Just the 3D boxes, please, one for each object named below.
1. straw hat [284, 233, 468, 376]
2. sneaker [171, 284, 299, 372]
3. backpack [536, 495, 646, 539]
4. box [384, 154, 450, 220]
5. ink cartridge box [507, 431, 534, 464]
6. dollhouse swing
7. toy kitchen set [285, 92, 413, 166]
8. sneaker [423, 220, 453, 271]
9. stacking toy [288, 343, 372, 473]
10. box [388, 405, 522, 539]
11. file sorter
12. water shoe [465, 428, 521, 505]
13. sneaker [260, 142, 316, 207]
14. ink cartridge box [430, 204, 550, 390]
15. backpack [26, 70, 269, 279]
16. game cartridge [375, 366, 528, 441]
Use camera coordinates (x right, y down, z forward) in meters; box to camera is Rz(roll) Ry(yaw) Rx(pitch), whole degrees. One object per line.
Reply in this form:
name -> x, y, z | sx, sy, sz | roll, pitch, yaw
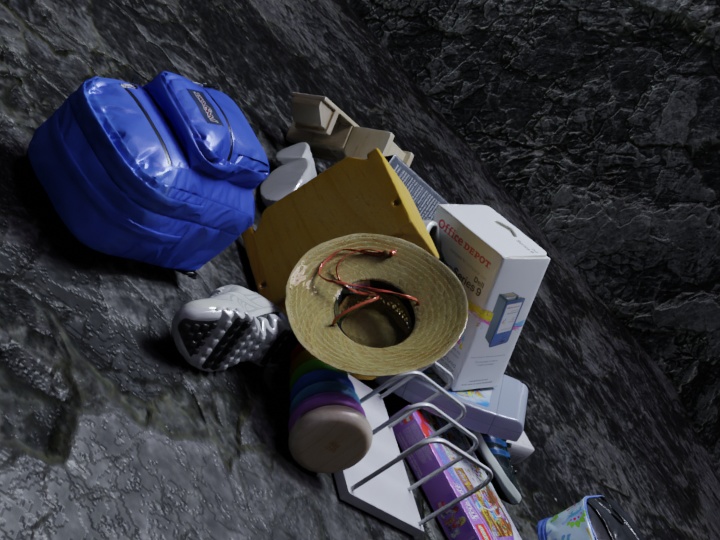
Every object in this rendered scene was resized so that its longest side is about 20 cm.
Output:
straw hat -> 0.015, 0.058, 1.030 | 0.085, 0.201, 0.201 | 92, -16, -46
sneaker -> -0.133, 0.051, 0.970 | 0.081, 0.075, 0.200 | 46, 11, 20
backpack -> 0.310, 0.407, 1.273 | 0.183, 0.147, 0.200 | 24, 37, -55
box -> 0.059, -0.062, 1.411 | 0.200, 0.107, 0.148 | 39, -13, -20
ink cartridge box -> 0.177, 0.199, 1.507 | 0.161, 0.050, 0.200 | 27, 27, -54
dollhouse swing -> 0.000, 0.000, 1.178 | 0.176, 0.200, 0.182 | 43, 19, -48
toy kitchen set -> -0.063, -0.159, 1.527 | 0.200, 0.181, 0.163 | 16, -11, 37
sneaker -> 0.055, -0.042, 1.240 | 0.078, 0.099, 0.200 | 0, 49, -55
stacking toy -> -0.043, 0.116, 1.037 | 0.085, 0.085, 0.200 | 42, 20, -32
box -> 0.121, 0.269, 1.233 | 0.137, 0.039, 0.200 | 23, 34, -59
file sorter -> 0.044, 0.165, 1.095 | 0.139, 0.125, 0.200 | 38, 22, -41
water shoe -> 0.186, 0.230, 1.353 | 0.200, 0.079, 0.072 | 60, -15, -3
sneaker -> -0.088, -0.115, 1.396 | 0.200, 0.075, 0.089 | -78, 149, -63
ink cartridge box -> 0.140, 0.032, 1.254 | 0.087, 0.200, 0.145 | 0, 31, -36
backpack -> -0.202, -0.105, 0.921 | 0.163, 0.168, 0.200 | 53, 20, 20
game cartridge -> 0.123, 0.152, 1.276 | 0.200, 0.040, 0.133 | 22, 25, 4
